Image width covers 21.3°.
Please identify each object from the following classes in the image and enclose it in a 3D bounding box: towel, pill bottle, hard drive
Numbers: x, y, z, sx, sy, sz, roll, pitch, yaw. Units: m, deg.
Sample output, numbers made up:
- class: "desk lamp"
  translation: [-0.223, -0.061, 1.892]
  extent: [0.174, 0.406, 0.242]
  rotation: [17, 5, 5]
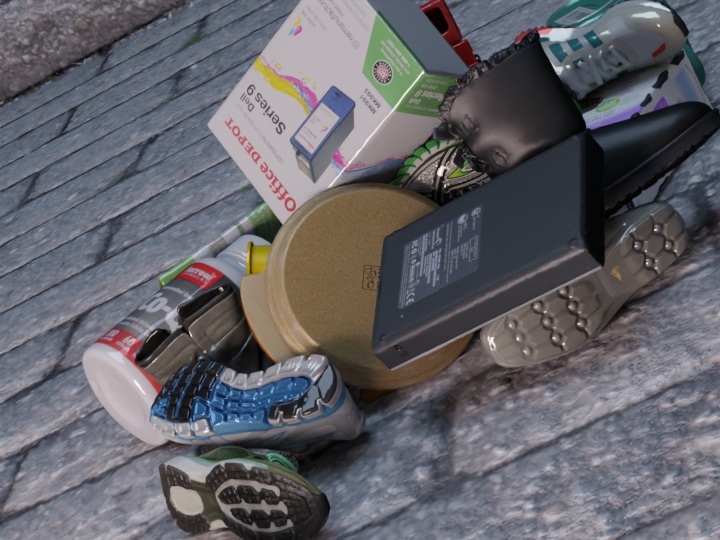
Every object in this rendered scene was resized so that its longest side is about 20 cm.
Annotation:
- class: "towel"
  translation: [-0.113, -0.014, 1.910]
  extent: [0.200, 0.149, 0.031]
  rotation: [-35, 62, -16]
- class: "pill bottle"
  translation: [-0.151, 0.060, 1.791]
  extent: [0.200, 0.114, 0.114]
  rotation: [-41, 21, -27]
- class: "hard drive"
  translation: [0.100, -0.016, 1.492]
  extent: [0.200, 0.033, 0.140]
  rotation: [-28, 34, 29]

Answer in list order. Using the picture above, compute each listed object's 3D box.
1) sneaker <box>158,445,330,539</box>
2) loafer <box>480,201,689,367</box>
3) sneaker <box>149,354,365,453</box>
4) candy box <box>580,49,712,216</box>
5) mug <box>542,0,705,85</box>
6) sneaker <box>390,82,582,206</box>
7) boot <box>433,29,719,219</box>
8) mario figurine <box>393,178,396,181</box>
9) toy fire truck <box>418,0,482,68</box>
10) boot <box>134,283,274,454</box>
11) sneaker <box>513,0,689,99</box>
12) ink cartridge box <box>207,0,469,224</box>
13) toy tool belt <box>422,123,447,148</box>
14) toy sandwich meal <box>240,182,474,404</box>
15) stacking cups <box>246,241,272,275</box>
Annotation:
- class: "sneaker"
  translation: [-0.078, 0.163, 1.503]
  extent: [0.089, 0.077, 0.200]
  rotation: [-29, 19, -33]
- class: "loafer"
  translation: [0.172, 0.013, 1.510]
  extent: [0.200, 0.070, 0.070]
  rotation: [-32, 11, -21]
- class: "sneaker"
  translation: [-0.084, 0.123, 1.573]
  extent: [0.200, 0.087, 0.075]
  rotation: [-3, 55, 35]
- class: "candy box"
  translation: [0.206, -0.106, 1.742]
  extent: [0.168, 0.072, 0.200]
  rotation: [-14, 25, 40]
- class: "mug"
  translation: [0.256, -0.216, 1.877]
  extent: [0.185, 0.114, 0.152]
  rotation: [-18, 22, 34]
- class: "sneaker"
  translation: [0.105, -0.081, 1.641]
  extent: [0.200, 0.078, 0.085]
  rotation: [-35, 40, 20]
- class: "boot"
  translation: [0.172, -0.122, 1.554]
  extent: [0.198, 0.163, 0.073]
  rotation: [-37, -8, 15]
- class: "mario figurine"
  translation: [0.005, -0.043, 1.816]
  extent: [0.200, 0.123, 0.106]
  rotation: [-75, 3, -55]
- class: "toy fire truck"
  translation: [0.103, -0.164, 1.816]
  extent: [0.049, 0.200, 0.141]
  rotation: [-27, 9, 9]
- class: "boot"
  translation: [-0.086, 0.063, 1.659]
  extent: [0.200, 0.131, 0.068]
  rotation: [-35, 19, -13]
- class: "sneaker"
  translation: [0.208, -0.182, 1.741]
  extent: [0.200, 0.070, 0.093]
  rotation: [-7, 47, 45]
- class: "ink cartridge box"
  translation: [-0.019, -0.147, 1.673]
  extent: [0.087, 0.145, 0.200]
  rotation: [-2, -41, -53]
- class: "toy tool belt"
  translation: [0.013, -0.130, 1.783]
  extent: [0.123, 0.200, 0.125]
  rotation: [-31, 2, 20]
- class: "toy sandwich meal"
  translation: [0.005, 0.022, 1.616]
  extent: [0.205, 0.205, 0.070]
  rotation: [-37, -13, -19]
- class: "stacking cups"
  translation: [0.000, 0.000, 1.694]
  extent: [0.200, 0.061, 0.061]
  rotation: [-2, 23, 5]
